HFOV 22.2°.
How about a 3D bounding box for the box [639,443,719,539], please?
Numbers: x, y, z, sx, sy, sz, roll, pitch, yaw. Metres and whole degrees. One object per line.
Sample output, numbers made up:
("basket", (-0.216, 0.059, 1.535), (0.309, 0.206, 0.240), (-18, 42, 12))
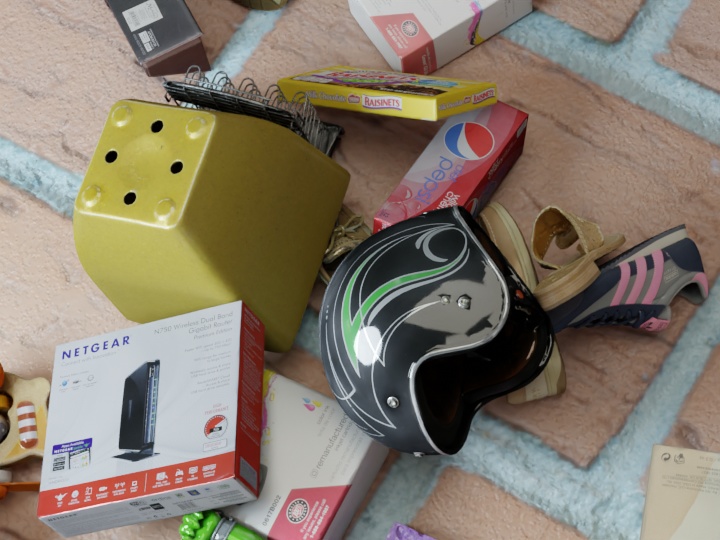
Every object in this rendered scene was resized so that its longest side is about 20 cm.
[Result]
("box", (0.281, 0.264, 1.617), (0.078, 0.095, 0.200), (8, 66, 10))

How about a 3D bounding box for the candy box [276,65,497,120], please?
("candy box", (0.024, -0.175, 1.805), (0.200, 0.102, 0.026), (11, 108, 37))

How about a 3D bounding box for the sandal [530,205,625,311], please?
("sandal", (0.189, -0.027, 1.694), (0.078, 0.212, 0.070), (-30, 94, 21))

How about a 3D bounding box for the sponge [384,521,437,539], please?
("sponge", (0.095, 0.316, 1.648), (0.200, 0.030, 0.112), (22, 70, 16))

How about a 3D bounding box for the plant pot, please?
("plant pot", (-0.156, -0.060, 1.717), (0.195, 0.200, 0.195), (11, 73, 26))

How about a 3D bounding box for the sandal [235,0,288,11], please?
("sandal", (-0.150, -0.346, 1.955), (0.200, 0.080, 0.054), (31, 51, 22))

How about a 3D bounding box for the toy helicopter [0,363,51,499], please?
("toy helicopter", (-0.309, 0.167, 1.733), (0.200, 0.079, 0.132), (17, 69, 9))

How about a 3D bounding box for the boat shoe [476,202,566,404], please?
("boat shoe", (0.138, 0.029, 1.749), (0.064, 0.071, 0.200), (-15, 66, -2))

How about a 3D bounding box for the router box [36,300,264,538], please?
("router box", (-0.186, 0.134, 1.650), (0.200, 0.049, 0.180), (-14, 54, 20))

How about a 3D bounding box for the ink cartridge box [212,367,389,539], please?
("ink cartridge box", (-0.094, 0.173, 1.701), (0.200, 0.086, 0.148), (24, 71, 14))

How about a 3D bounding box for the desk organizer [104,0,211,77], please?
("desk organizer", (-0.231, -0.287, 1.926), (0.072, 0.077, 0.200), (-27, 66, -6))

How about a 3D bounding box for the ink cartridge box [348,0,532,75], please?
("ink cartridge box", (0.098, -0.294, 1.901), (0.200, 0.068, 0.117), (-31, 67, -6))

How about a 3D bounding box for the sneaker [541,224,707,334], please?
("sneaker", (0.249, 0.028, 1.714), (0.200, 0.070, 0.082), (-27, 88, -27))

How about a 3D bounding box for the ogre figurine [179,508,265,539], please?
("ogre figurine", (-0.110, 0.316, 1.621), (0.120, 0.098, 0.200), (7, 72, 10))

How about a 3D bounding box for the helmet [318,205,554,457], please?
("helmet", (0.056, 0.058, 1.622), (0.191, 0.200, 0.200), (-37, 66, 9))

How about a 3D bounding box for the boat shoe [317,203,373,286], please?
("boat shoe", (0.000, 0.000, 1.781), (0.073, 0.063, 0.200), (-32, 66, -8))

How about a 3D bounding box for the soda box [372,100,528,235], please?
("soda box", (0.087, -0.084, 1.783), (0.070, 0.063, 0.200), (26, 55, 15))

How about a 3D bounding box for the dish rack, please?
("dish rack", (-0.107, -0.155, 1.792), (0.153, 0.200, 0.055), (14, 80, 12))
